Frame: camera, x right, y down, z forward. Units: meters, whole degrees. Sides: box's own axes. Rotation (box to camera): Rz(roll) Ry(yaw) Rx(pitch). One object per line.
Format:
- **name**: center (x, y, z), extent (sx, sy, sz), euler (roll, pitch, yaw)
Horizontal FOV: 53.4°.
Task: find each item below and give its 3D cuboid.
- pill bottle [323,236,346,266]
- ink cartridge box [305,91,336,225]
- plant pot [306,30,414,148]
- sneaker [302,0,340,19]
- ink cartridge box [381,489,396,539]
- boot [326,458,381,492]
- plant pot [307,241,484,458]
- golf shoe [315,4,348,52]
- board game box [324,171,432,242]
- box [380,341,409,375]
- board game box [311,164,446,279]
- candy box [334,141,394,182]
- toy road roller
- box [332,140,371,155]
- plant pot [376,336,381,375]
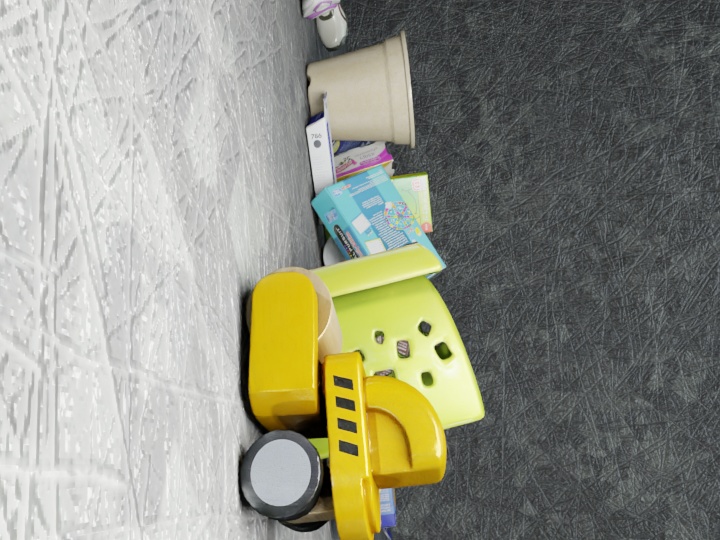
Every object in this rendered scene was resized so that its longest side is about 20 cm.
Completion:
- **pill bottle**: center (0.000, 0.000, 1.248), extent (0.200, 0.109, 0.116), euler (52, 31, -69)
- **ink cartridge box**: center (-0.063, -0.189, 1.198), extent (0.100, 0.038, 0.206), euler (-88, 173, -71)
- **plant pot**: center (-0.001, -0.314, 1.286), extent (0.200, 0.178, 0.207), euler (-6, 90, -87)
- **sneaker**: center (-0.085, -0.518, 1.302), extent (0.201, 0.073, 0.102), euler (-100, 169, -65)
- **ink cartridge box**: center (0.036, 0.466, 1.530), extent (0.137, 0.074, 0.206), euler (64, 21, -82)
- **boot**: center (-0.014, 0.249, 0.995), extent (0.201, 0.070, 0.159), euler (-87, 168, -71)
- **plant pot**: center (0.016, 0.079, 0.782), extent (0.200, 0.193, 0.187), euler (17, 60, -87)
- **golf shoe**: center (-0.080, -0.584, 1.567), extent (0.088, 0.075, 0.206), euler (-3, 84, -67)
- **board game box**: center (0.029, -0.113, 1.301), extent (0.048, 0.194, 0.105), euler (-86, 169, -76)
- **box**: center (0.032, 0.168, 1.244), extent (0.100, 0.073, 0.204), euler (130, -21, -59)
- **board game box**: center (0.031, -0.055, 1.138), extent (0.150, 0.047, 0.203), euler (-28, 84, -46)
- **candy box**: center (0.002, -0.151, 1.414), extent (0.202, 0.133, 0.062), euler (79, -9, -55)
- **toy road roller**: center (-0.010, 0.102, 0.551), extent (0.124, 0.141, 0.205), euler (79, 6, -66)
- **box**: center (-0.023, -0.236, 1.451), extent (0.122, 0.032, 0.201), euler (-56, 158, -17)
- **plant pot**: center (-0.010, 0.111, 1.126), extent (0.201, 0.090, 0.207), euler (-6, 90, -86)
